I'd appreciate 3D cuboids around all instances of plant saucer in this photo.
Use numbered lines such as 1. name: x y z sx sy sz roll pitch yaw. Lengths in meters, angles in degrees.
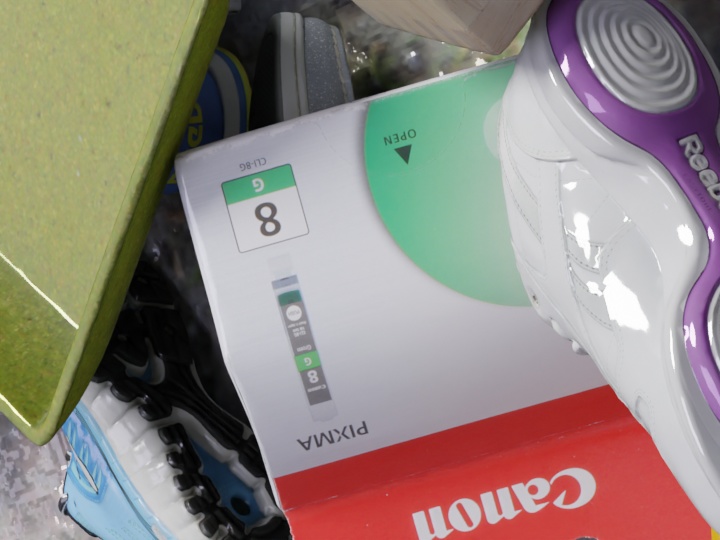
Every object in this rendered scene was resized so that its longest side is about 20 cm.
1. plant saucer: -0.129 -0.073 0.990 0.200 0.048 0.200 40 122 32

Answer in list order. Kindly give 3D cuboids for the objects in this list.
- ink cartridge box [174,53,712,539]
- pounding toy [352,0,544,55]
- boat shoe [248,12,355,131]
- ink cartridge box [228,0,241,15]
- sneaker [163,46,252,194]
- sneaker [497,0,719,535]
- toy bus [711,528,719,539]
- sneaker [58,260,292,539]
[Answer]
1. ink cartridge box: 0.036 0.034 0.940 0.160 0.050 0.201 -16 85 3
2. pounding toy: 0.049 -0.175 0.838 0.184 0.200 0.142 -52 22 -4
3. boat shoe: 0.001 0.001 1.009 0.074 0.065 0.203 151 108 -76
4. ink cartridge box: -0.124 -0.201 1.055 0.146 0.084 0.201 11 105 38
5. sneaker: -0.137 -0.070 1.091 0.200 0.082 0.074 7 103 42
6. sneaker: 0.101 0.007 0.858 0.201 0.075 0.100 69 153 22
7. toy bus: 0.162 0.089 0.889 0.078 0.065 0.201 2 99 41
8. sneaker: -0.107 0.067 1.095 0.200 0.078 0.090 55 130 18
